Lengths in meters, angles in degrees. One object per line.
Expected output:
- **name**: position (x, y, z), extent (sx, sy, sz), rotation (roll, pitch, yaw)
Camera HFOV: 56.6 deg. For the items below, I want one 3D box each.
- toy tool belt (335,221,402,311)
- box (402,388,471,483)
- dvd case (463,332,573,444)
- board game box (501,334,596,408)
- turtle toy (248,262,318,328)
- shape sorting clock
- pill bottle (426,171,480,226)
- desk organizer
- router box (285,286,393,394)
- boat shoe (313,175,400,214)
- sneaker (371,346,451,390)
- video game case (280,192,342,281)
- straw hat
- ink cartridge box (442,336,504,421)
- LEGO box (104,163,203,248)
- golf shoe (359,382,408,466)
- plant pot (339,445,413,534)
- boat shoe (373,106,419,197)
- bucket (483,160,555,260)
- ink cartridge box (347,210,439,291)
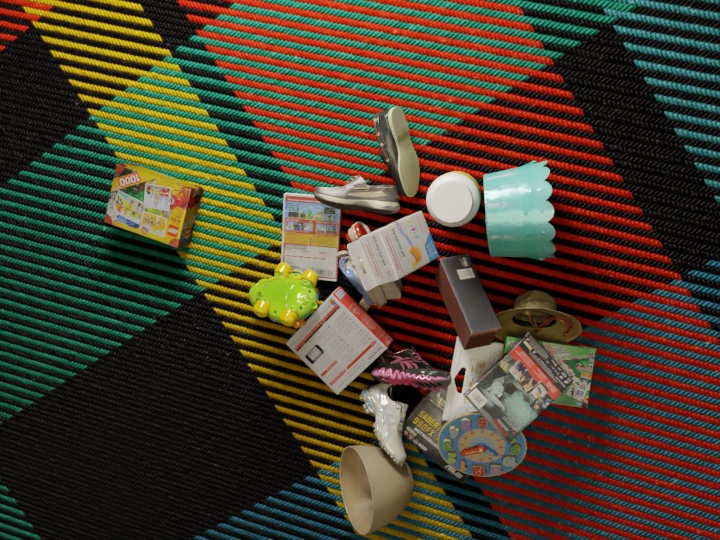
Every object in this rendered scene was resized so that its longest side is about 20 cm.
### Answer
- **toy tool belt**: position (0.000, 0.000, 1.526), extent (0.123, 0.125, 0.200), rotation (-28, 113, 20)
- **box**: position (0.214, 0.382, 1.591), extent (0.200, 0.048, 0.159), rotation (39, 105, 3)
- **dvd case**: position (0.343, 0.254, 1.452), extent (0.200, 0.022, 0.146), rotation (-43, 90, -6)
- **board game box**: position (0.412, 0.225, 1.486), extent (0.199, 0.029, 0.135), rotation (9, 92, 2)
- **turtle toy**: position (-0.183, 0.066, 1.577), extent (0.199, 0.101, 0.146), rotation (15, 63, 27)
- **shape sorting clock**: position (0.274, 0.397, 1.512), extent (0.199, 0.039, 0.201), rotation (5, 126, 7)
- **pill bottle**: position (0.199, -0.153, 1.422), extent (0.112, 0.200, 0.113), rotation (2, 100, 11)
- **desk organizer**: position (0.234, 0.069, 1.485), extent (0.071, 0.077, 0.201), rotation (-10, 56, -14)
- **router box**: position (-0.053, 0.169, 1.583), extent (0.179, 0.049, 0.200), rotation (45, 120, 1)
- **boat shoe**: position (-0.006, -0.176, 1.528), extent (0.199, 0.074, 0.074), rotation (8, 83, -5)
- **sneaker**: position (0.121, 0.220, 1.547), extent (0.199, 0.079, 0.096), rotation (4, 61, 32)
- **video game case**: position (-0.118, -0.079, 1.594), extent (0.142, 0.017, 0.201), rotation (6, 101, 11)
- **straw hat**: position (0.387, 0.092, 1.483), extent (0.200, 0.201, 0.085), rotation (5, 60, 11)
- **ink cartridge box**: position (0.287, 0.261, 1.529), extent (0.173, 0.044, 0.201), rotation (11, 89, 4)
- **LEGO box**: position (-0.502, -0.159, 1.626), extent (0.199, 0.077, 0.150), rotation (19, 103, 8)
- **golf shoe**: position (0.076, 0.353, 1.569), extent (0.097, 0.078, 0.201), rotation (-29, 66, 8)
- **plant pot**: position (0.048, 0.510, 1.591), extent (0.134, 0.200, 0.201), rotation (-4, 101, -22)
- **boat shoe**: position (0.082, -0.262, 1.501), extent (0.063, 0.074, 0.202), rotation (-4, 108, 41)
- **bucket**: position (0.334, -0.122, 1.405), extent (0.134, 0.207, 0.208), rotation (-4, 99, 14)
- **ink cartridge box**: position (0.075, -0.043, 1.466), extent (0.068, 0.200, 0.116), rotation (-18, 97, 47)
